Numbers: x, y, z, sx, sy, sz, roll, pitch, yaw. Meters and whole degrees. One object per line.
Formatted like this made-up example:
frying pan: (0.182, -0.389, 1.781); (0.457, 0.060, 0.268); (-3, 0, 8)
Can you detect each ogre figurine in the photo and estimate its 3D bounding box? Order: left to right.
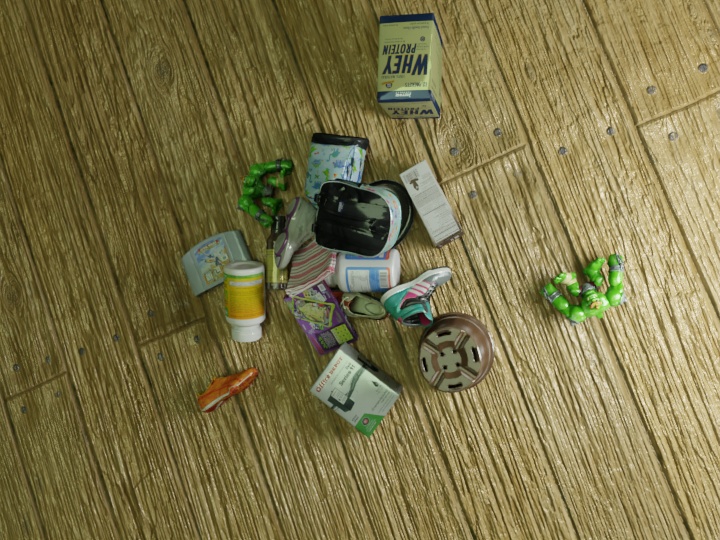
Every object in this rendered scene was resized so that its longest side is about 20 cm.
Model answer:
ogre figurine: (-0.264, -0.217, 1.726); (0.118, 0.098, 0.204); (10, 89, 15)
ogre figurine: (0.549, 0.050, 1.526); (0.197, 0.098, 0.121); (-19, 66, -2)

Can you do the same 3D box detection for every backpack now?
backpack: (-0.071, -0.252, 1.668); (0.160, 0.153, 0.204); (11, 104, 19)
backpack: (0.001, -0.124, 1.542); (0.197, 0.150, 0.181); (15, 105, 25)

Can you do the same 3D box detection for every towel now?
towel: (-0.124, -0.027, 1.645); (0.145, 0.202, 0.030); (-29, 122, 22)

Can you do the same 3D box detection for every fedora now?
fedora: (0.045, -0.144, 1.655); (0.200, 0.090, 0.177); (-44, 80, 9)

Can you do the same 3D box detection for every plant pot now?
plant pot: (0.227, 0.207, 1.551); (0.196, 0.198, 0.204); (0, 89, 12)

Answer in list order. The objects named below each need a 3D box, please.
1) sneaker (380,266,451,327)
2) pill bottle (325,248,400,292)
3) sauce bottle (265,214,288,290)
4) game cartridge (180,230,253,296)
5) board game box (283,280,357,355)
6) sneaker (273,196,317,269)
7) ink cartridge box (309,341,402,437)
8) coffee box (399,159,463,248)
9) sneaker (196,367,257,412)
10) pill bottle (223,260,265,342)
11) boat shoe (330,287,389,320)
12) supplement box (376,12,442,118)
sneaker: (0.162, 0.076, 1.594); (0.198, 0.084, 0.122); (-26, 62, -9)
pill bottle: (0.000, 0.000, 1.653); (0.196, 0.112, 0.115); (1, 89, 14)
sauce bottle: (-0.226, -0.047, 1.733); (0.063, 0.065, 0.204); (2, 88, 13)
game cartridge: (-0.406, -0.027, 1.790); (0.198, 0.042, 0.135); (-26, 87, 12)
board game box: (-0.102, 0.124, 1.663); (0.119, 0.032, 0.202); (-25, 117, 10)
sneaker: (-0.165, -0.091, 1.692); (0.074, 0.099, 0.203); (1, 68, 56)
ink cartridge box: (-0.012, 0.307, 1.653); (0.199, 0.083, 0.148); (36, 99, 5)
coffee box: (0.182, -0.165, 1.612); (0.079, 0.114, 0.202); (-28, 84, 11)
sneaker: (-0.373, 0.317, 1.759); (0.198, 0.073, 0.078); (-32, 72, 8)
pill bottle: (-0.311, 0.084, 1.716); (0.109, 0.111, 0.204); (4, 105, 13)
boat shoe: (-0.017, 0.090, 1.681); (0.197, 0.062, 0.072); (13, 94, 15)
supplement box: (0.127, -0.500, 1.586); (0.132, 0.200, 0.204); (2, 91, 14)
